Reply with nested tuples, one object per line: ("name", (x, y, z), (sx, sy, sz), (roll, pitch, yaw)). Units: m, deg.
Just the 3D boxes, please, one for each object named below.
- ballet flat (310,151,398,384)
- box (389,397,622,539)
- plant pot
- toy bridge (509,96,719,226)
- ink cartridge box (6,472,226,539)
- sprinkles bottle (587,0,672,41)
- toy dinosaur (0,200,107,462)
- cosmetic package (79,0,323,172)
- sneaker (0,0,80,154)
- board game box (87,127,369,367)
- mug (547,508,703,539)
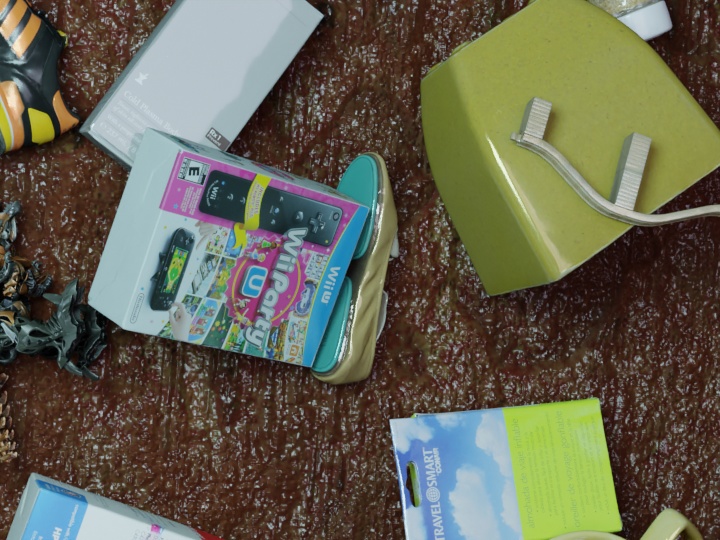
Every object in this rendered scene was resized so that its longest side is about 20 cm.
("ballet flat", (0.000, 0.000, 1.378), (0.063, 0.068, 0.202), (15, 88, -43))
("box", (0.123, 0.183, 1.393), (0.198, 0.048, 0.123), (-4, 73, -15))
("plant pot", (0.157, -0.118, 1.353), (0.195, 0.194, 0.201), (-34, 93, -13))
("toy bridge", (0.210, -0.074, 1.249), (0.198, 0.027, 0.068), (18, 80, -6))
("ink cartridge box", (-0.182, 0.232, 1.289), (0.198, 0.116, 0.068), (22, 83, -14))
("sprinkles bottle", (0.217, -0.300, 1.426), (0.068, 0.068, 0.202), (-21, 95, -14))
("toy dinosaur", (-0.279, 0.046, 1.288), (0.134, 0.102, 0.202), (0, 105, 7))
("cosmetic package", (-0.133, -0.163, 1.319), (0.106, 0.090, 0.201), (36, 84, -15))
("sneaker", (-0.287, -0.199, 1.293), (0.089, 0.070, 0.202), (-16, 95, -30))
("board game box", (-0.104, -0.015, 1.284), (0.199, 0.064, 0.149), (14, 99, -43))
("mug", (0.229, 0.316, 1.370), (0.185, 0.150, 0.153), (-26, 141, 13))
